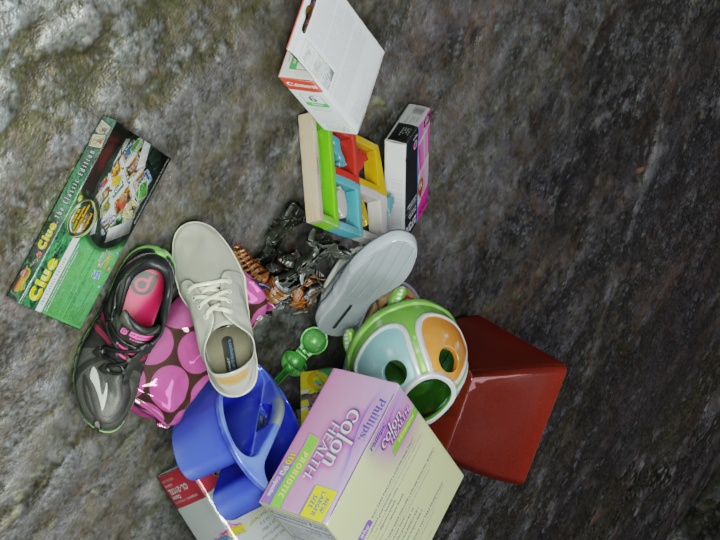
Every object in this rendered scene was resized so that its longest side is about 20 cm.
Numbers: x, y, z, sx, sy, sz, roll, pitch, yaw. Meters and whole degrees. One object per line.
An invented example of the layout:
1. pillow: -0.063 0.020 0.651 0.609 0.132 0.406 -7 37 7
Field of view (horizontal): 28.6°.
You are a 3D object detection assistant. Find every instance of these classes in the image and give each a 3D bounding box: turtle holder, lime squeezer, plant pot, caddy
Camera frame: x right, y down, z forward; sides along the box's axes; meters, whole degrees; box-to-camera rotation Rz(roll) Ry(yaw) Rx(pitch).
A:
1. turtle holder: 0.044 0.125 1.697 0.185 0.132 0.141 -27 129 3
2. lime squeezer: -0.067 0.094 1.811 0.200 0.038 0.071 -46 162 -35
3. plant pot: 0.154 0.189 2.107 0.176 0.199 0.201 8 106 -47
4. caddy: -0.128 0.182 1.586 0.142 0.105 0.200 52 18 -22

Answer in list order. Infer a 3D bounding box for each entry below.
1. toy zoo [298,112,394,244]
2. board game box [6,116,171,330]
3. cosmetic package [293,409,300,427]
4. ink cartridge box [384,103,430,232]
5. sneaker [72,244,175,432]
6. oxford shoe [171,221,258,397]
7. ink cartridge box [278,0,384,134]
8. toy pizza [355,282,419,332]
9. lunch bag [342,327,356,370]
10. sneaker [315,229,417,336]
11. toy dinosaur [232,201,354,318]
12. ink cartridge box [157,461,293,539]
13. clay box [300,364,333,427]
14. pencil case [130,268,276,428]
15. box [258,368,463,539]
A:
1. toy zoo: -0.013 -0.104 1.707 0.200 0.020 0.132 17 65 -61
2. board game box: -0.269 -0.045 1.409 0.201 0.023 0.105 -62 152 -5
3. cosmetic package: -0.078 0.295 1.878 0.073 0.102 0.201 3 119 -16
4. ink cartridge box: 0.059 -0.109 1.849 0.095 0.037 0.201 -58 157 -48
5. sneaker: -0.246 0.069 1.457 0.084 0.076 0.201 -163 -90 -77
6. oxford shoe: -0.154 0.036 1.505 0.075 0.201 0.058 -16 163 -4
7. ink cartridge box: -0.043 -0.245 1.568 0.200 0.050 0.110 43 61 -59
8. toy pizza: 0.047 0.114 1.835 0.200 0.032 0.202 -16 109 -58
9. lunch bag: 0.025 0.135 1.911 0.160 0.075 0.202 41 59 -68
10. sneaker: 0.000 0.000 1.729 0.073 0.071 0.200 18 138 -28
11. toy dinosaur: -0.088 0.001 1.670 0.136 0.102 0.200 -50 173 8
12. ink cartridge box: -0.128 0.290 1.712 0.145 0.201 0.083 -34 -177 -42
13. clay box: -0.042 0.204 1.706 0.200 0.047 0.116 -94 175 -64
14. pencil case: -0.185 0.082 1.562 0.094 0.091 0.200 46 73 -22
15. box: 0.006 0.242 1.566 0.177 0.096 0.200 -60 140 -24
